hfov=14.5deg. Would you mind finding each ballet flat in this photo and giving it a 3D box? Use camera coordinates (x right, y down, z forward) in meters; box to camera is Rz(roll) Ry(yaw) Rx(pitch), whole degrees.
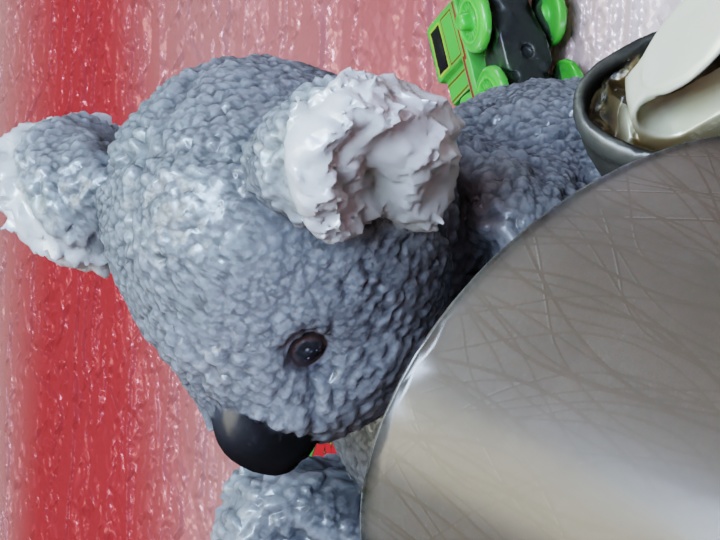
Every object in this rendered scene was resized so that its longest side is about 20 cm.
[{"bbox_3d":[0.139,-0.065,0.730,0.200,0.068,0.068,-28,48,29],"label":"ballet flat"}]

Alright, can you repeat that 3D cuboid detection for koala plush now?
[{"bbox_3d":[0.000,0.000,0.827,0.177,0.200,0.184,-2,67,47],"label":"koala plush"}]

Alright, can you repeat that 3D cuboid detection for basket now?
[{"bbox_3d":[0.131,0.070,0.649,0.200,0.180,0.136,32,129,41],"label":"basket"}]

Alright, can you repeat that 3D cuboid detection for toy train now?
[{"bbox_3d":[0.049,-0.072,0.978,0.056,0.042,0.201,136,124,-63],"label":"toy train"}]

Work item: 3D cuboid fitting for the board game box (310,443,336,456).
[{"bbox_3d":[0.045,0.115,0.988,0.200,0.047,0.102,26,114,55],"label":"board game box"}]
